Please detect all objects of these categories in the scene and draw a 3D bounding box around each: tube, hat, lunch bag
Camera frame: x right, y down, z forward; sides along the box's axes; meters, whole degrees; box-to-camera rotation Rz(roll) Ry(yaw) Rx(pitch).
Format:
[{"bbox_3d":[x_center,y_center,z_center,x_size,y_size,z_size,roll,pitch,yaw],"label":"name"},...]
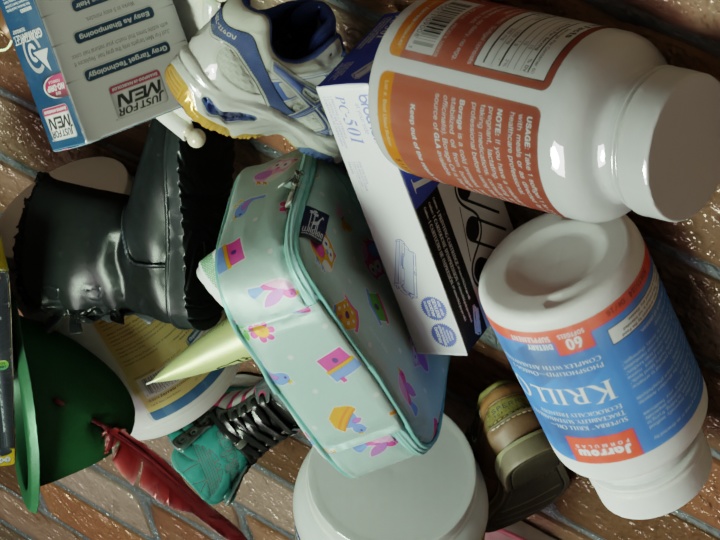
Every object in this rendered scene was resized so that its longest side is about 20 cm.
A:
[{"bbox_3d":[-0.063,0.038,1.696,0.199,0.052,0.058,-26,139,28],"label":"tube"},{"bbox_3d":[-0.183,0.102,1.814,0.166,0.175,0.201,-111,19,-47],"label":"hat"},{"bbox_3d":[-0.014,0.019,1.512,0.077,0.161,0.200,-19,121,24],"label":"lunch bag"}]

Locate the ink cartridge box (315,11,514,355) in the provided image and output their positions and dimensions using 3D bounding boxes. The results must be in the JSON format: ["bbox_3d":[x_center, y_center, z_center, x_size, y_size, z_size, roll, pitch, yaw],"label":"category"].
[{"bbox_3d":[0.042,-0.055,1.472,0.044,0.094,0.201,-1,124,35],"label":"ink cartridge box"}]

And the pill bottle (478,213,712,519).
[{"bbox_3d":[0.161,0.065,1.508,0.112,0.112,0.200,12,141,45],"label":"pill bottle"}]

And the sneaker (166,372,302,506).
[{"bbox_3d":[-0.099,0.138,1.952,0.084,0.121,0.200,48,152,-12],"label":"sneaker"}]

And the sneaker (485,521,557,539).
[{"bbox_3d":[0.119,0.263,1.865,0.200,0.105,0.076,19,148,39],"label":"sneaker"}]

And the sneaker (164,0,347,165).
[{"bbox_3d":[-0.028,-0.124,1.462,0.088,0.200,0.075,-51,61,24],"label":"sneaker"}]

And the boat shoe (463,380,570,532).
[{"bbox_3d":[0.114,0.137,1.739,0.068,0.072,0.200,62,165,20],"label":"boat shoe"}]

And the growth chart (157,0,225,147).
[{"bbox_3d":[-0.138,-0.180,1.589,0.145,0.018,0.200,46,144,22],"label":"growth chart"}]

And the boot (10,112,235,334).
[{"bbox_3d":[-0.177,-0.048,1.717,0.162,0.073,0.200,7,99,32],"label":"boot"}]

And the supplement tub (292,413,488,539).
[{"bbox_3d":[0.022,0.192,1.724,0.144,0.145,0.200,33,155,18],"label":"supplement tub"}]

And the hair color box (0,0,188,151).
[{"bbox_3d":[-0.187,-0.190,1.539,0.060,0.100,0.201,-7,105,59],"label":"hair color box"}]

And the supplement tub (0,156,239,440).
[{"bbox_3d":[-0.197,0.023,1.887,0.144,0.145,0.200,12,141,45],"label":"supplement tub"}]

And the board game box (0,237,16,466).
[{"bbox_3d":[-0.304,0.033,1.787,0.200,0.056,0.166,-119,27,-61],"label":"board game box"}]

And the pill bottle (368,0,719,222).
[{"bbox_3d":[0.110,-0.091,1.345,0.199,0.112,0.112,18,145,39],"label":"pill bottle"}]

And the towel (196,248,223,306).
[{"bbox_3d":[0.000,0.000,1.604,0.200,0.031,0.149,-36,105,28],"label":"towel"}]

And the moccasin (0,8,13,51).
[{"bbox_3d":[-0.250,-0.201,1.658,0.074,0.078,0.201,54,177,-30],"label":"moccasin"}]
